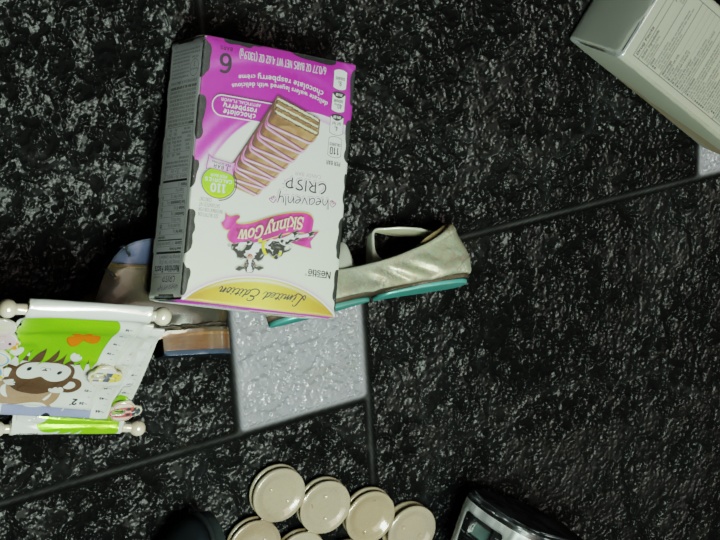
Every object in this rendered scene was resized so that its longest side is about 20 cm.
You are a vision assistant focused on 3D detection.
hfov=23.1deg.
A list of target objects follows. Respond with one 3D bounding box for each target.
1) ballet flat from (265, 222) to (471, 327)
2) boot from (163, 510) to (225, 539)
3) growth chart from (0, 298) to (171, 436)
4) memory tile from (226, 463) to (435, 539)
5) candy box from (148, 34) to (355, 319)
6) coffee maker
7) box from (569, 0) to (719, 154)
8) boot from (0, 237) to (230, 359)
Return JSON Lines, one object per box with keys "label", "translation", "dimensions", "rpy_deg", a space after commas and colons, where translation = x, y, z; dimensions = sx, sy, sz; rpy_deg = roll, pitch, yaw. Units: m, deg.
{"label": "ballet flat", "translation": [0.000, 0.000, 1.462], "dimensions": [0.199, 0.067, 0.063], "rpy_deg": [-12, 85, -30]}
{"label": "boot", "translation": [-0.207, 0.287, 1.424], "dimensions": [0.168, 0.076, 0.201], "rpy_deg": [7, 110, -36]}
{"label": "growth chart", "translation": [-0.218, 0.075, 1.310], "dimensions": [0.144, 0.018, 0.200], "rpy_deg": [-2, 148, -18]}
{"label": "memory tile", "translation": [-0.035, 0.255, 1.550], "dimensions": [0.200, 0.017, 0.154], "rpy_deg": [20, 96, -33]}
{"label": "candy box", "translation": [-0.081, -0.068, 1.345], "dimensions": [0.136, 0.061, 0.201], "rpy_deg": [7, 86, -32]}
{"label": "coffee maker", "translation": [0.122, 0.313, 1.610], "dimensions": [0.200, 0.134, 0.192], "rpy_deg": [-60, 158, 2]}
{"label": "box", "translation": [0.288, -0.183, 1.542], "dimensions": [0.200, 0.078, 0.095], "rpy_deg": [33, 89, -34]}
{"label": "boot", "translation": [-0.198, 0.019, 1.355], "dimensions": [0.199, 0.075, 0.097], "rpy_deg": [1, 84, -24]}
